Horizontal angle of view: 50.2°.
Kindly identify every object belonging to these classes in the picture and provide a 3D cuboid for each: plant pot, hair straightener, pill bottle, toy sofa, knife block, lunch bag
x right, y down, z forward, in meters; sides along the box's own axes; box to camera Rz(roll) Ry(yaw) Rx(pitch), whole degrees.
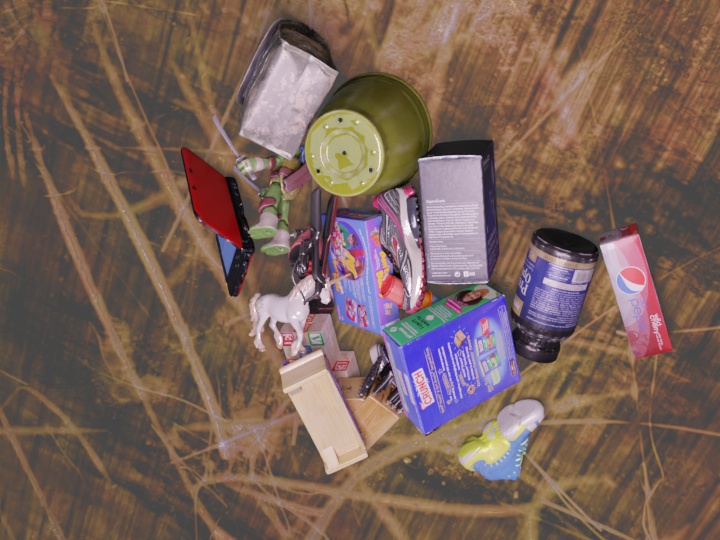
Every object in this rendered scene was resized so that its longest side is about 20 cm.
[{"bbox_3d":[0.000,-0.203,1.232,0.196,0.193,0.205,6,111,16],"label":"plant pot"},{"bbox_3d":[-0.087,-0.043,1.291,0.076,0.041,0.204,14,77,-24],"label":"hair straightener"},{"bbox_3d":[0.310,0.043,1.260,0.110,0.112,0.204,17,112,12],"label":"pill bottle"},{"bbox_3d":[-0.062,0.235,1.316,0.082,0.098,0.203,-23,114,1],"label":"toy sofa"},{"bbox_3d":[0.042,0.247,1.368,0.172,0.064,0.203,-2,119,19],"label":"knife block"},{"bbox_3d":[-0.124,-0.304,1.240,0.116,0.201,0.165,24,114,-21],"label":"lunch bag"}]

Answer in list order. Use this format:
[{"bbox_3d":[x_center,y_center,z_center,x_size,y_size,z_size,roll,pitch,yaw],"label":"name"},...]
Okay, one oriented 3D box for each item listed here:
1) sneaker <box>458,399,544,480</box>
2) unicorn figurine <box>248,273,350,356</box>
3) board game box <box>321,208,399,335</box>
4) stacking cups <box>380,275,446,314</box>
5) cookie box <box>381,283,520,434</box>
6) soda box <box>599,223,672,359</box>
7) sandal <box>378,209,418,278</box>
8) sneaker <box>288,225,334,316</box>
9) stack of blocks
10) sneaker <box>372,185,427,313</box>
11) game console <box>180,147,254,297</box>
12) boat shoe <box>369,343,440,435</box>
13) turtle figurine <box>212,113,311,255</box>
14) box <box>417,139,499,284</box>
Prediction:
[{"bbox_3d":[0.276,0.314,1.394,0.105,0.076,0.199,41,123,-13],"label":"sneaker"},{"bbox_3d":[-0.121,0.074,1.336,0.196,0.074,0.141,2,94,21],"label":"unicorn figurine"},{"bbox_3d":[0.000,0.000,1.345,0.133,0.044,0.204,14,117,52],"label":"board game box"},{"bbox_3d":[0.120,0.069,1.315,0.197,0.061,0.061,25,117,-21],"label":"stacking cups"},{"bbox_3d":[0.151,0.140,1.258,0.197,0.075,0.174,-24,116,-17],"label":"cookie box"},{"bbox_3d":[0.443,0.034,1.236,0.062,0.070,0.203,-17,102,21],"label":"soda box"},{"bbox_3d":[0.068,-0.029,1.326,0.080,0.055,0.204,-5,114,-24],"label":"sandal"},{"bbox_3d":[-0.078,0.005,1.400,0.072,0.088,0.203,4,133,10],"label":"sneaker"},{"bbox_3d":[-0.068,0.181,1.437,0.113,0.059,0.203,-3,119,19],"label":"stack of blocks"},{"bbox_3d":[0.068,-0.031,1.248,0.073,0.081,0.205,-8,84,8],"label":"sneaker"},{"bbox_3d":[-0.261,-0.082,1.331,0.116,0.202,0.174,5,131,-26],"label":"game console"},{"bbox_3d":[0.105,0.200,1.409,0.092,0.075,0.201,-31,105,20],"label":"boat shoe"},{"bbox_3d":[-0.176,-0.135,1.329,0.196,0.198,0.144,9,153,-16],"label":"turtle figurine"},{"bbox_3d":[0.161,-0.098,1.240,0.102,0.148,0.204,0,109,18],"label":"box"}]
